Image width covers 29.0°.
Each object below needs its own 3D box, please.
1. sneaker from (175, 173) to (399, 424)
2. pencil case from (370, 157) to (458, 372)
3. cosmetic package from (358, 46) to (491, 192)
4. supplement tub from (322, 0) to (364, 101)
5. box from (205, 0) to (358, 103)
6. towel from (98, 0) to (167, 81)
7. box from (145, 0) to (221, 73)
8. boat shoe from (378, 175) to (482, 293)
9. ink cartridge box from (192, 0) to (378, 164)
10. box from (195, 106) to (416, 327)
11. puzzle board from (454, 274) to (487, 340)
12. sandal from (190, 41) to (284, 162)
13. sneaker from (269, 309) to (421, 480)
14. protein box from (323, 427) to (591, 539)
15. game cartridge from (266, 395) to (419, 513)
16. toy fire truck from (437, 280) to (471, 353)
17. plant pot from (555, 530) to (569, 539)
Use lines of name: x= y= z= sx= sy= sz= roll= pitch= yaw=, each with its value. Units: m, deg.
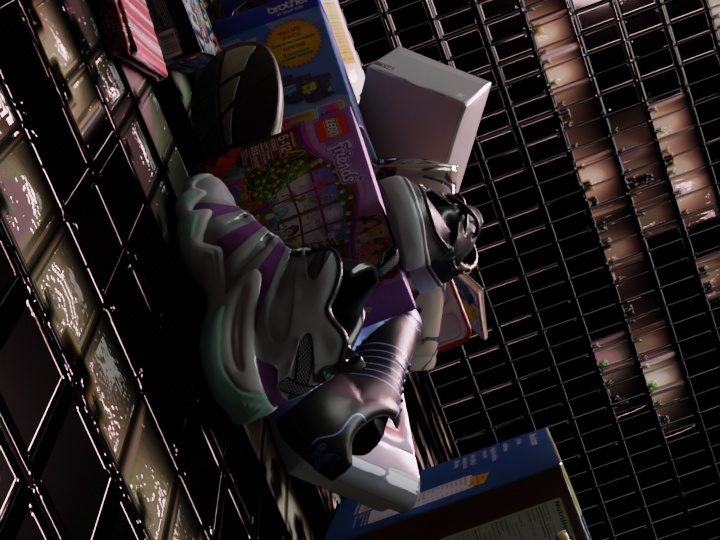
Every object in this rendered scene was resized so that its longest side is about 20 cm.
sneaker: x=-0.043 y=0.000 z=0.938 sx=0.078 sy=0.139 sz=0.200 roll=64 pitch=8 yaw=-55
pencil case: x=0.034 y=-0.001 z=1.241 sx=0.078 sy=0.089 sz=0.201 roll=-107 pitch=-158 yaw=-85
cosmetic package: x=0.043 y=-0.103 z=1.352 sx=0.090 sy=0.107 sz=0.201 roll=-41 pitch=153 yaw=-59
supplement tub: x=-0.079 y=-0.255 z=1.652 sx=0.144 sy=0.144 sz=0.201 roll=14 pitch=56 yaw=-85
box: x=-0.084 y=-0.207 z=1.429 sx=0.158 sy=0.048 sz=0.201 roll=-26 pitch=-99 yaw=54
towel: x=-0.188 y=-0.239 z=1.008 sx=0.145 sy=0.022 sz=0.201 roll=-49 pitch=121 yaw=-88
box: x=-0.175 y=-0.269 z=1.184 sx=0.137 sy=0.040 sz=0.201 roll=-79 pitch=149 yaw=-84
boat shoe: x=0.059 y=-0.029 z=1.039 sx=0.200 sy=0.066 sz=0.070 roll=60 pitch=11 yaw=-71
ink cartridge box: x=-0.080 y=-0.171 z=1.292 sx=0.076 sy=0.136 sz=0.200 roll=66 pitch=5 yaw=-59
box: x=-0.047 y=-0.029 z=1.065 sx=0.039 sy=0.136 sz=0.200 roll=66 pitch=6 yaw=-46
puzzle board: x=0.060 y=-0.013 z=1.506 sx=0.200 sy=0.017 sz=0.151 roll=44 pitch=-11 yaw=20
sandal: x=-0.094 y=-0.094 z=1.182 sx=0.057 sy=0.079 sz=0.202 roll=31 pitch=50 yaw=-80
sneaker: x=0.002 y=0.088 z=1.039 sx=0.078 sy=0.070 sz=0.200 roll=52 pitch=36 yaw=3
protein box: x=0.090 y=0.238 z=1.159 sx=0.199 sy=0.199 sz=0.135 roll=-23 pitch=94 yaw=-86
game cartridge: x=-0.023 y=0.089 z=1.105 sx=0.133 sy=0.041 sz=0.200 roll=24 pitch=36 yaw=-31
toy fire truck: x=0.000 y=0.000 z=1.319 sx=0.112 sy=0.167 sz=0.201 roll=-94 pitch=163 yaw=-76
plant pot: x=0.083 y=0.297 z=0.918 sx=0.200 sy=0.184 sz=0.201 roll=-20 pitch=90 yaw=-85
